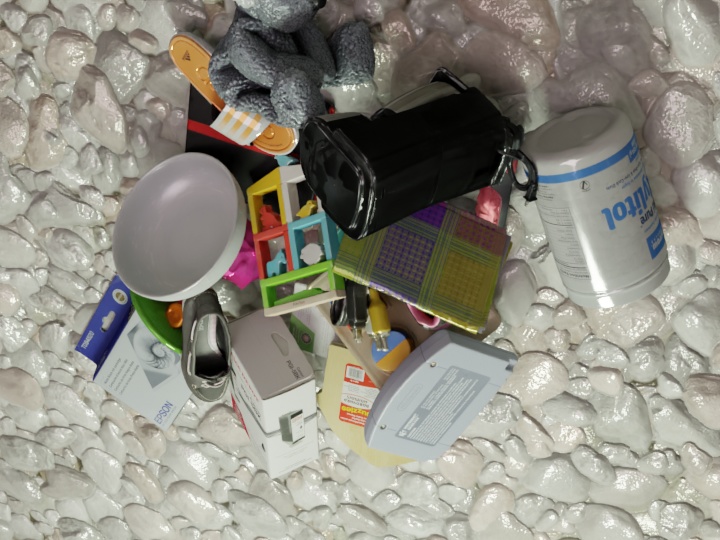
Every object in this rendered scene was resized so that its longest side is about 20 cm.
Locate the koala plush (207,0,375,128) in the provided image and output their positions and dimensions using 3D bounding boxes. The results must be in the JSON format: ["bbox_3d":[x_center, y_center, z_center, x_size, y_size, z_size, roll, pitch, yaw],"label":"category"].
[{"bbox_3d":[-0.099,-0.294,1.279,0.182,0.177,0.201,16,131,27],"label":"koala plush"}]

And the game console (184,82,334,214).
[{"bbox_3d":[-0.137,-0.165,1.468,0.198,0.031,0.178,18,122,10],"label":"game console"}]

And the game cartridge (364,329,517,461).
[{"bbox_3d":[0.094,0.161,1.438,0.132,0.041,0.201,17,123,-32],"label":"game cartridge"}]

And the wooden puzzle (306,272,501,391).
[{"bbox_3d":[0.053,0.046,1.442,0.185,0.046,0.201,-39,86,9],"label":"wooden puzzle"}]

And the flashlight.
[{"bbox_3d":[0.153,-0.087,1.372,0.067,0.068,0.201,15,125,11],"label":"flashlight"}]

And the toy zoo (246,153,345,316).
[{"bbox_3d":[-0.085,-0.052,1.426,0.130,0.020,0.202,-16,79,39],"label":"toy zoo"}]

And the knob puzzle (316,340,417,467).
[{"bbox_3d":[0.035,0.191,1.543,0.217,0.031,0.221,9,126,12],"label":"knob puzzle"}]

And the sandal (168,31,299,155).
[{"bbox_3d":[-0.171,-0.208,1.396,0.206,0.059,0.079,40,135,0],"label":"sandal"}]

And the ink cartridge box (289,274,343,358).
[{"bbox_3d":[0.008,0.071,1.534,0.198,0.067,0.118,18,128,10],"label":"ink cartridge box"}]

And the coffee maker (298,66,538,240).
[{"bbox_3d":[0.060,-0.124,1.240,0.192,0.199,0.136,28,133,46],"label":"coffee maker"}]

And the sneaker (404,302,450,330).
[{"bbox_3d":[0.062,-0.017,1.362,0.078,0.095,0.201,-23,93,16],"label":"sneaker"}]

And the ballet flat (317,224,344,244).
[{"bbox_3d":[-0.012,-0.091,1.451,0.064,0.067,0.200,51,130,19],"label":"ballet flat"}]

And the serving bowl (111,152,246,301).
[{"bbox_3d":[-0.226,-0.049,1.462,0.198,0.202,0.066,-8,155,27],"label":"serving bowl"}]

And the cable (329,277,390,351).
[{"bbox_3d":[0.000,0.000,1.397,0.097,0.050,0.202,9,101,56],"label":"cable"}]

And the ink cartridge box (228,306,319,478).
[{"bbox_3d":[-0.126,0.171,1.574,0.147,0.082,0.201,55,158,36],"label":"ink cartridge box"}]

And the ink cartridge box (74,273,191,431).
[{"bbox_3d":[-0.337,0.131,1.732,0.199,0.041,0.200,35,128,-2],"label":"ink cartridge box"}]

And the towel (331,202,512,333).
[{"bbox_3d":[0.076,-0.019,1.322,0.198,0.145,0.023,22,154,-5],"label":"towel"}]

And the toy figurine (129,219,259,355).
[{"bbox_3d":[-0.213,-0.014,1.549,0.184,0.150,0.201,-40,63,20],"label":"toy figurine"}]

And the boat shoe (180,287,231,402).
[{"bbox_3d":[-0.205,0.112,1.499,0.066,0.057,0.201,-15,130,-18],"label":"boat shoe"}]

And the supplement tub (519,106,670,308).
[{"bbox_3d":[0.271,-0.073,1.293,0.131,0.132,0.201,-11,118,28],"label":"supplement tub"}]
